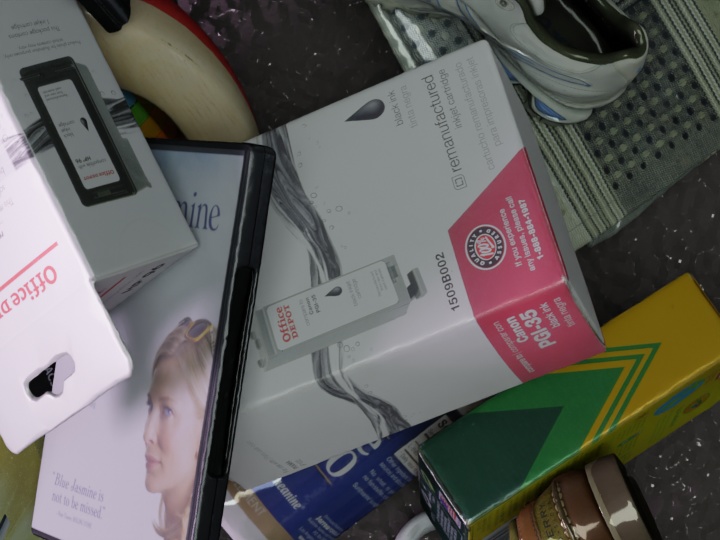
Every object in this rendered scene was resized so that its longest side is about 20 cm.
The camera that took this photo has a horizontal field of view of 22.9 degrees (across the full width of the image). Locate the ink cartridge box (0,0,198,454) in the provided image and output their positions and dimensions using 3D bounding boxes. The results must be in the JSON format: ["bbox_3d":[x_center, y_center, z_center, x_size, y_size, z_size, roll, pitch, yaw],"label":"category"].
[{"bbox_3d":[-0.152,-0.032,0.809,0.116,0.068,0.201,-32,82,43],"label":"ink cartridge box"}]

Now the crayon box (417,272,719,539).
[{"bbox_3d":[0.124,0.074,0.935,0.199,0.127,0.051,-31,72,-9],"label":"crayon box"}]

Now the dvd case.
[{"bbox_3d":[-0.100,0.038,0.829,0.017,0.142,0.202,9,89,-39],"label":"dvd case"}]

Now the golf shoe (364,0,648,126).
[{"bbox_3d":[0.060,-0.154,0.878,0.199,0.097,0.079,32,76,-11],"label":"golf shoe"}]

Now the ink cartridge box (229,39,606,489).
[{"bbox_3d":[0.000,0.000,0.865,0.199,0.083,0.147,-22,59,11],"label":"ink cartridge box"}]

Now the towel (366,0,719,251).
[{"bbox_3d":[0.115,-0.125,0.961,0.192,0.035,0.201,-33,93,-19],"label":"towel"}]

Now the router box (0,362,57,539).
[{"bbox_3d":[-0.188,0.147,0.925,0.157,0.052,0.201,-29,114,-24],"label":"router box"}]

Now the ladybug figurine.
[{"bbox_3d":[-0.120,-0.089,0.918,0.135,0.200,0.072,-5,53,19],"label":"ladybug figurine"}]

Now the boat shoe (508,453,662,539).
[{"bbox_3d":[0.123,0.147,0.932,0.068,0.200,0.072,-25,60,7],"label":"boat shoe"}]

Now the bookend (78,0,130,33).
[{"bbox_3d":[-0.045,-0.234,0.795,0.199,0.092,0.200,-11,77,8],"label":"bookend"}]

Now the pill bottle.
[{"bbox_3d":[0.002,0.061,0.950,0.200,0.111,0.111,-38,94,1],"label":"pill bottle"}]

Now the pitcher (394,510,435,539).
[{"bbox_3d":[0.068,0.244,0.971,0.199,0.121,0.172,36,77,7],"label":"pitcher"}]
